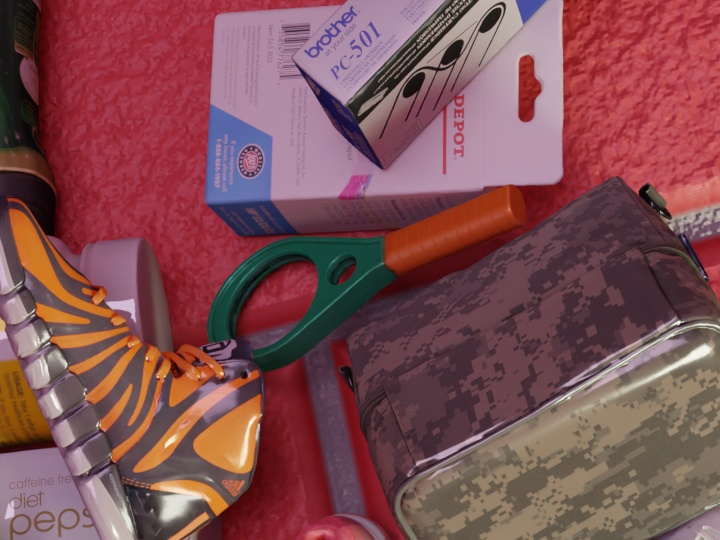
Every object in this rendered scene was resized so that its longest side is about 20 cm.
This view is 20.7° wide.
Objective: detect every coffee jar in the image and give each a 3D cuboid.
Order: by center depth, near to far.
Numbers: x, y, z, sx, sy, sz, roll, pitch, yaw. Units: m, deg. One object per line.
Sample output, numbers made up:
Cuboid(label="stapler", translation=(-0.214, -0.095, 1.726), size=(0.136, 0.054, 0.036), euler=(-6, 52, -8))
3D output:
Cuboid(label="coffee jar", translation=(-0.234, -0.099, 1.157), size=(0.104, 0.085, 0.201), euler=(-7, 73, 4))

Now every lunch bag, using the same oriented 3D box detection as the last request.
Cuboid(label="lunch bag", translation=(0.095, 0.052, 1.009), size=(0.199, 0.140, 0.168), euler=(-30, 42, 5))

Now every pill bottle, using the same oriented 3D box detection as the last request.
Cuboid(label="pill bottle", translation=(-0.210, 0.043, 1.093), size=(0.199, 0.114, 0.115), euler=(-8, 73, 4))

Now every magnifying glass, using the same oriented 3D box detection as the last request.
Cuboid(label="magnifying glass", translation=(0.000, 0.000, 1.071), size=(0.199, 0.022, 0.080), euler=(-24, 44, 27))

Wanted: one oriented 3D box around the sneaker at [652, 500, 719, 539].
Cuboid(label="sneaker", translation=(0.155, 0.172, 0.993), size=(0.200, 0.081, 0.076), euler=(-45, 68, -3))

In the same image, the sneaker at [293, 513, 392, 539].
Cuboid(label="sneaker", translation=(-0.063, 0.205, 1.032), size=(0.074, 0.087, 0.201), euler=(35, 85, 21))

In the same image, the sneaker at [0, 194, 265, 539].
Cuboid(label="sneaker", translation=(-0.117, 0.040, 1.011), size=(0.112, 0.078, 0.201), euler=(-25, 104, -10))

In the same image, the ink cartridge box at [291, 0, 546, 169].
Cuboid(label="ink cartridge box", translation=(0.057, -0.151, 1.025), size=(0.044, 0.094, 0.200), euler=(42, 85, 22))

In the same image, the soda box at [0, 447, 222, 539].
Cuboid(label="soda box", translation=(-0.180, 0.136, 1.089), size=(0.199, 0.068, 0.064), euler=(-7, 74, 12))

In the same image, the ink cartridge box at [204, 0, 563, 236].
Cuboid(label="ink cartridge box", translation=(0.019, -0.086, 1.101), size=(0.199, 0.068, 0.116), euler=(-2, 74, 13))
